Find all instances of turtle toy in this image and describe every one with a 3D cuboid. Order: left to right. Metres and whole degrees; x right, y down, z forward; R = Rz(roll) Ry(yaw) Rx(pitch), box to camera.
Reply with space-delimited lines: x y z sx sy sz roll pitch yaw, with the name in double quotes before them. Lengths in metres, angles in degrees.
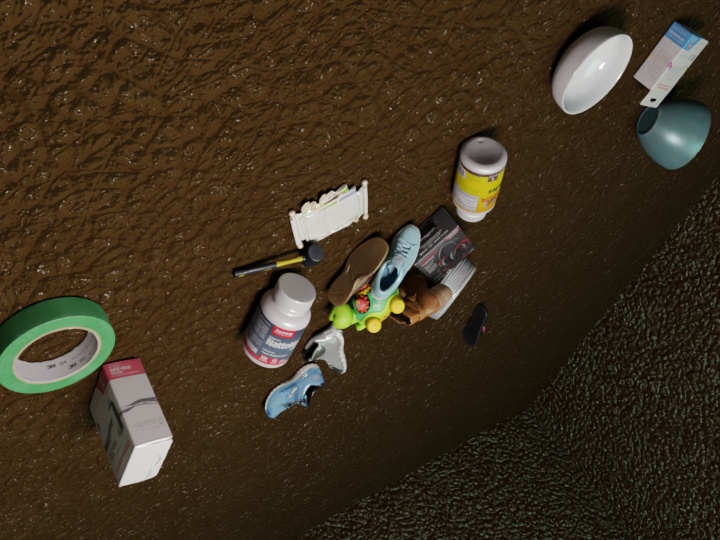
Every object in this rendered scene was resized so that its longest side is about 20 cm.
"turtle toy" 0.013 0.084 1.658 0.199 0.146 0.102 -38 111 -2

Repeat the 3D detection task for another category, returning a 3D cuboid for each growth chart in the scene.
"growth chart" -0.061 -0.119 1.380 0.198 0.018 0.146 -27 149 -21

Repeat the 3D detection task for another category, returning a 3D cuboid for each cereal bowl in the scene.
"cereal bowl" 0.503 -0.457 1.477 0.198 0.084 0.201 -29 151 -18

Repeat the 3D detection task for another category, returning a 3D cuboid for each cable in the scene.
"cable" 0.249 0.050 1.872 0.201 0.069 0.200 -56 172 25

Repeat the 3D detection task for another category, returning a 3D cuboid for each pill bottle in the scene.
"pill bottle" -0.178 0.109 1.470 0.118 0.120 0.202 -8 139 -43
"pill bottle" 0.274 -0.207 1.547 0.108 0.110 0.201 -28 150 -18

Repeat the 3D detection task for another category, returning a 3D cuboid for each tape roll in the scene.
"tape roll" -0.537 0.133 1.159 0.198 0.048 0.202 -29 151 -18

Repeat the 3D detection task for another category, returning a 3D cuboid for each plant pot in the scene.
"plant pot" 0.883 -0.413 1.912 0.132 0.202 0.202 18 129 -13

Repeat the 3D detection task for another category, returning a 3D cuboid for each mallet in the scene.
"mallet" -0.166 -0.016 1.371 0.197 0.042 0.066 -13 173 -33

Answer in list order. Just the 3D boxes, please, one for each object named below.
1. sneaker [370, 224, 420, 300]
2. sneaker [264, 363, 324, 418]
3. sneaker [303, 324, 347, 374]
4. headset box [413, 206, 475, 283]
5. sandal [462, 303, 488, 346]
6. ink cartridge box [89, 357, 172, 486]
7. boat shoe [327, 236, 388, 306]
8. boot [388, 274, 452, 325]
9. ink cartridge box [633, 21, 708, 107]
"sneaker" 0.092 -0.020 1.572 0.203 0.073 0.082 -64 -175 -8
"sneaker" -0.183 0.351 1.847 0.199 0.090 0.078 -40 152 6
"sneaker" -0.102 0.228 1.797 0.114 0.075 0.202 -22 138 -17
"headset box" 0.198 -0.065 1.702 0.148 0.075 0.200 -41 152 8
"sandal" 0.418 0.196 2.347 0.044 0.075 0.202 -17 143 -32
"ink cartridge box" -0.465 0.304 1.330 0.084 0.201 0.147 -7 140 -43
"boat shoe" 0.000 0.000 1.586 0.201 0.072 0.072 -53 169 17
"boot" 0.126 0.080 1.728 0.153 0.199 0.075 -31 108 -28
"ink cartridge box" 0.795 -0.533 1.725 0.114 0.068 0.201 -7 138 -44
